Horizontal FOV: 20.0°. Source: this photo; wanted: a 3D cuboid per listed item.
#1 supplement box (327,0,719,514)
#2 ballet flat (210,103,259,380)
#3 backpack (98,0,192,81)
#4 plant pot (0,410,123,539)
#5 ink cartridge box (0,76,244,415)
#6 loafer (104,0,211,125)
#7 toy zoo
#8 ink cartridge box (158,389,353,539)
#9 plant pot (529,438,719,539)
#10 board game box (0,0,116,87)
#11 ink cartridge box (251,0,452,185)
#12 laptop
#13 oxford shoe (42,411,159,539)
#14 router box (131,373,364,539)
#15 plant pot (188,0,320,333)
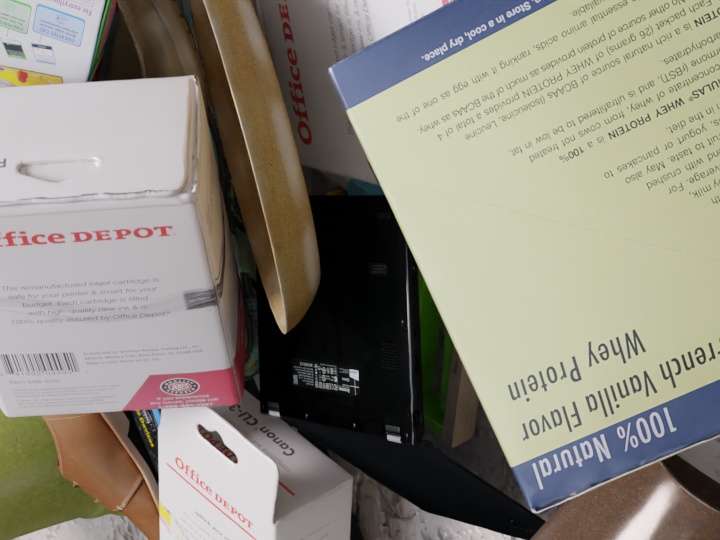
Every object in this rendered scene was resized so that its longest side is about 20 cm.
[{"bbox_3d":[0.130,-0.040,0.847,0.199,0.134,0.201,-26,89,22],"label":"supplement box"},{"bbox_3d":[-0.098,-0.023,1.284,0.074,0.074,0.202,-34,63,55],"label":"ballet flat"},{"bbox_3d":[-0.182,-0.189,1.220,0.175,0.153,0.202,31,118,39],"label":"backpack"},{"bbox_3d":[-0.278,0.125,1.515,0.200,0.183,0.202,30,132,40],"label":"plant pot"},{"bbox_3d":[-0.146,-0.009,1.127,0.201,0.144,0.085,83,-175,-55],"label":"ink cartridge box"},{"bbox_3d":[-0.121,-0.087,1.165,0.076,0.067,0.201,-112,12,-48],"label":"loafer"},{"bbox_3d":[0.000,0.000,1.214,0.200,0.020,0.132,37,136,36],"label":"toy zoo"},{"bbox_3d":[-0.066,0.156,1.261,0.116,0.067,0.201,35,137,35],"label":"ink cartridge box"},{"bbox_3d":[0.148,0.173,1.010,0.187,0.186,0.201,40,124,31],"label":"plant pot"},{"bbox_3d":[-0.217,-0.124,1.114,0.152,0.041,0.200,19,141,-5],"label":"board game box"},{"bbox_3d":[0.036,-0.118,1.038,0.199,0.084,0.147,16,124,46],"label":"ink cartridge box"},{"bbox_3d":[0.031,0.056,1.151,0.187,0.115,0.202,3,96,61],"label":"laptop"},{"bbox_3d":[-0.174,0.141,1.456,0.071,0.071,0.201,-98,-18,-68],"label":"oxford shoe"},{"bbox_3d":[-0.085,0.119,1.370,0.149,0.051,0.201,-23,90,55],"label":"router box"},{"bbox_3d":[-0.054,-0.067,1.064,0.200,0.027,0.202,164,90,-83],"label":"plant pot"}]
